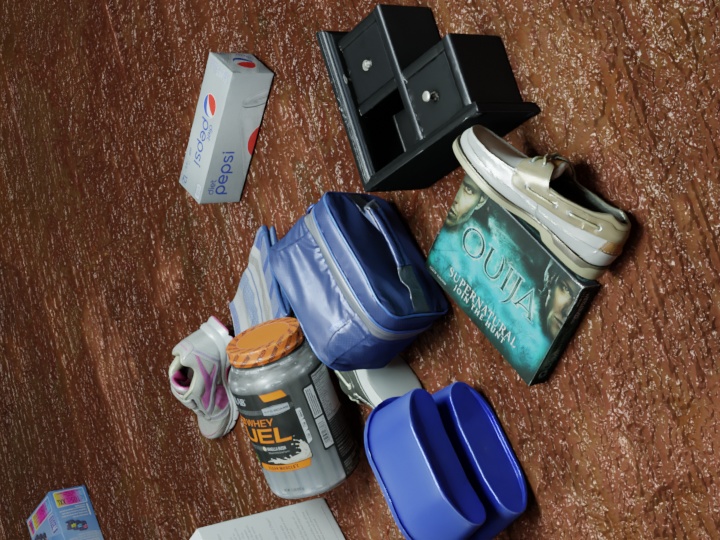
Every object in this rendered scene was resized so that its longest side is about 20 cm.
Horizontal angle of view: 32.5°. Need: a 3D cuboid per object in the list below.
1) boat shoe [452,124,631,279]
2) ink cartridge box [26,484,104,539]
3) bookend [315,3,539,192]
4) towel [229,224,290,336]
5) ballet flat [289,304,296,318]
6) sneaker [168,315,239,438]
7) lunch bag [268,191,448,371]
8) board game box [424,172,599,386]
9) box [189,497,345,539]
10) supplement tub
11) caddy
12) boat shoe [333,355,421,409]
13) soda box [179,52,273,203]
[{"bbox_3d":[0.181,-0.083,1.212,0.200,0.075,0.068,42,125,13],"label":"boat shoe"},{"bbox_3d":[-0.507,0.499,2.172,0.136,0.076,0.200,-48,60,43],"label":"ink cartridge box"},{"bbox_3d":[0.067,-0.214,1.333,0.200,0.092,0.199,-31,71,48],"label":"bookend"},{"bbox_3d":[-0.135,0.052,1.627,0.200,0.024,0.147,118,145,-51],"label":"towel"},{"bbox_3d":[-0.075,0.053,1.574,0.067,0.068,0.200,51,130,43],"label":"ballet flat"},{"bbox_3d":[-0.229,0.160,1.747,0.081,0.088,0.200,37,138,43],"label":"sneaker"},{"bbox_3d":[0.000,0.000,1.408,0.132,0.136,0.200,-41,68,30],"label":"lunch bag"},{"bbox_3d":[0.154,0.005,1.307,0.200,0.028,0.135,49,131,35],"label":"board game box"},{"bbox_3d":[-0.113,0.395,1.561,0.152,0.200,0.106,60,136,28],"label":"box"},{"bbox_3d":[-0.086,0.167,1.512,0.122,0.122,0.200,2,118,51],"label":"supplement tub"},{"bbox_3d":[0.086,0.217,1.334,0.105,0.141,0.200,-43,61,40],"label":"caddy"},{"bbox_3d":[0.011,0.124,1.477,0.200,0.071,0.064,55,133,42],"label":"boat shoe"},{"bbox_3d":[-0.182,-0.191,1.668,0.063,0.068,0.200,45,127,40],"label":"soda box"}]
